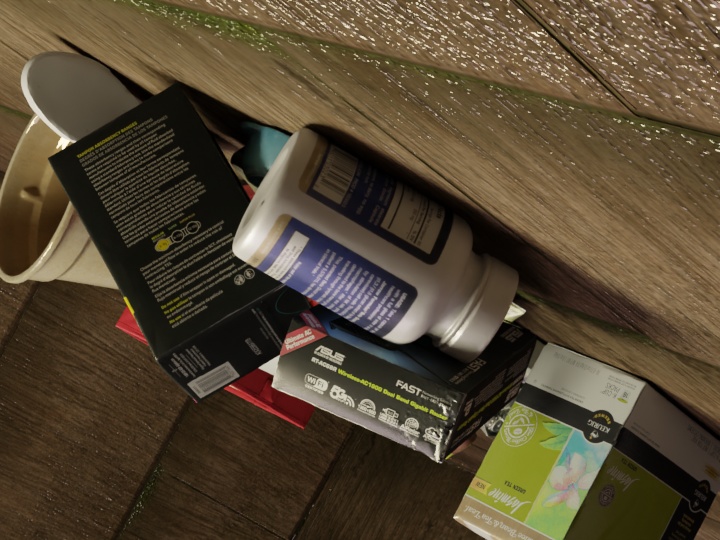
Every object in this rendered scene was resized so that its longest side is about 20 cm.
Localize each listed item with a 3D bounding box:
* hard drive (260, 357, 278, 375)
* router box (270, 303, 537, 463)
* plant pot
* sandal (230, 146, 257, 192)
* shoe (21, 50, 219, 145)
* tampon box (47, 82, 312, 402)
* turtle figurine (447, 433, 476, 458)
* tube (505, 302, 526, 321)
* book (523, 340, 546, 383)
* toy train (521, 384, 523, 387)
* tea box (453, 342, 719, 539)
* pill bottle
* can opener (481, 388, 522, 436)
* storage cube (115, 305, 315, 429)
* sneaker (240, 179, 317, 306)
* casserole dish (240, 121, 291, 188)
[{"bbox_3d":[-0.087,0.079,1.826,0.200,0.026,0.132,24,167,16],"label":"hard drive"},{"bbox_3d":[0.040,0.071,1.483,0.150,0.062,0.200,23,-160,16],"label":"router box"},{"bbox_3d":[-0.235,-0.059,1.834,0.183,0.201,0.200,19,179,-30],"label":"plant pot"},{"bbox_3d":[-0.055,-0.019,1.631,0.201,0.057,0.080,50,165,-7],"label":"sandal"},{"bbox_3d":[-0.221,-0.129,1.648,0.200,0.071,0.091,28,171,-26],"label":"shoe"},{"bbox_3d":[-0.141,-0.021,1.524,0.200,0.126,0.150,59,179,20],"label":"tampon box"},{"bbox_3d":[0.041,0.090,1.725,0.161,0.064,0.200,52,171,-23],"label":"turtle figurine"},{"bbox_3d":[0.093,0.051,1.717,0.058,0.052,0.200,-5,160,-15],"label":"tube"},{"bbox_3d":[0.100,0.061,1.876,0.134,0.048,0.200,34,169,-34],"label":"book"},{"bbox_3d":[0.135,0.135,1.912,0.200,0.042,0.056,-11,-161,-38],"label":"toy train"},{"bbox_3d":[0.230,0.209,1.802,0.134,0.197,0.200,21,169,44],"label":"tea box"},{"bbox_3d":[0.014,-0.013,1.401,0.200,0.111,0.111,30,173,-9],"label":"pill bottle"},{"bbox_3d":[0.174,0.132,1.867,0.200,0.053,0.067,6,-146,-46],"label":"can opener"},{"bbox_3d":[-0.122,0.040,2.033,0.171,0.180,0.200,22,170,41],"label":"storage cube"},{"bbox_3d":[-0.075,-0.006,1.764,0.087,0.074,0.200,46,168,45],"label":"sneaker"},{"bbox_3d":[-0.018,-0.056,1.519,0.200,0.039,0.121,29,174,-13],"label":"casserole dish"}]
